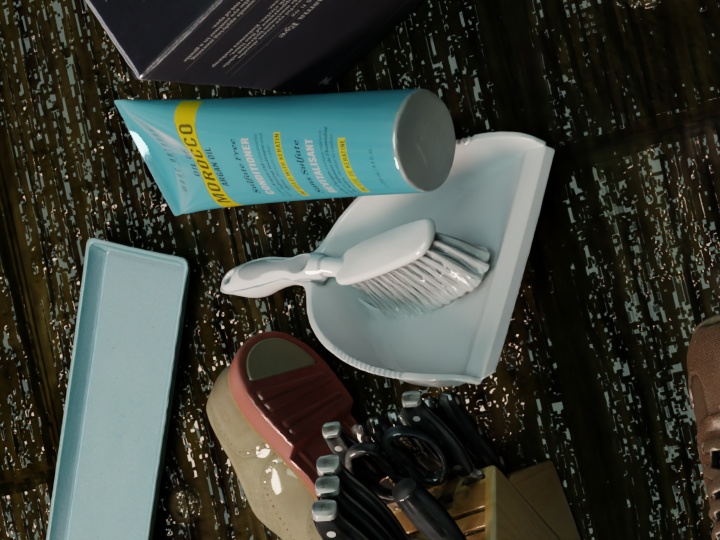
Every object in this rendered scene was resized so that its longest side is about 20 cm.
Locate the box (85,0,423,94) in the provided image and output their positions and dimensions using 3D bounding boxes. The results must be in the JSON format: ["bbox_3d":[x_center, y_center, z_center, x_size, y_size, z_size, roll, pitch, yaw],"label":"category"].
[{"bbox_3d":[-0.021,-0.188,0.839,0.200,0.182,0.104,-40,75,21],"label":"box"}]

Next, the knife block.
[{"bbox_3d":[0.052,0.155,0.822,0.064,0.175,0.201,-22,83,26],"label":"knife block"}]

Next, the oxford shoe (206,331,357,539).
[{"bbox_3d":[-0.012,0.129,0.925,0.200,0.070,0.075,58,140,11],"label":"oxford shoe"}]

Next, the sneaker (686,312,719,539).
[{"bbox_3d":[0.194,0.118,0.789,0.070,0.075,0.200,-25,89,45],"label":"sneaker"}]

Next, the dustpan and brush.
[{"bbox_3d":[0.000,0.000,0.894,0.200,0.057,0.140,-18,48,52],"label":"dustpan and brush"}]

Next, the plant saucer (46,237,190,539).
[{"bbox_3d":[-0.139,0.085,1.000,0.070,0.019,0.201,12,97,25],"label":"plant saucer"}]

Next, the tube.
[{"bbox_3d":[-0.044,-0.064,0.906,0.200,0.050,0.078,0,121,40],"label":"tube"}]
